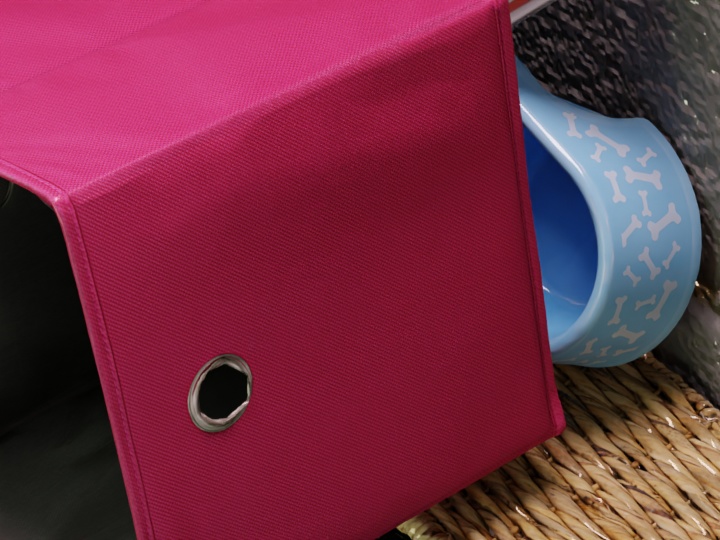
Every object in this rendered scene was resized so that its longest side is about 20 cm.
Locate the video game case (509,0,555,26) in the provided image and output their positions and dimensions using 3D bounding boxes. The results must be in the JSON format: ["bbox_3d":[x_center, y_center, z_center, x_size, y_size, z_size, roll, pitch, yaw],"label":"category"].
[{"bbox_3d":[0.019,-0.185,1.071,0.143,0.017,0.200,-29,99,38],"label":"video game case"}]

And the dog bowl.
[{"bbox_3d":[0.048,-0.044,1.159,0.200,0.050,0.112,49,126,21],"label":"dog bowl"}]

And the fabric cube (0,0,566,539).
[{"bbox_3d":[-0.067,-0.005,1.092,0.200,0.199,0.196,25,133,47],"label":"fabric cube"}]

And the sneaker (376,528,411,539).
[{"bbox_3d":[0.021,0.170,1.304,0.077,0.089,0.200,35,-178,33],"label":"sneaker"}]

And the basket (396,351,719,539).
[{"bbox_3d":[0.090,0.135,1.174,0.200,0.149,0.143,42,146,39],"label":"basket"}]
